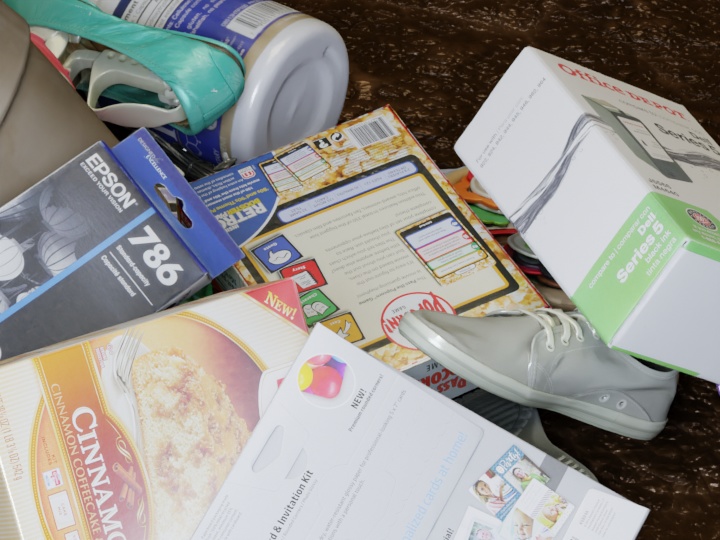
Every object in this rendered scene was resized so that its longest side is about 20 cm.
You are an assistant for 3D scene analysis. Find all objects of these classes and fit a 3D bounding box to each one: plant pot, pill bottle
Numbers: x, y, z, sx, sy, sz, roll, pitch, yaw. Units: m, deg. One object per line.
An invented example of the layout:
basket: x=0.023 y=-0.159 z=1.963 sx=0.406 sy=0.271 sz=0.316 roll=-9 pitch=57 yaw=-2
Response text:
plant pot: x=-0.212 y=-0.040 z=1.738 sx=0.173 sy=0.200 sz=0.200 roll=34 pitch=24 yaw=-23
pill bottle: x=-0.119 y=-0.143 z=2.007 sx=0.199 sy=0.120 sz=0.120 roll=25 pitch=36 yaw=28

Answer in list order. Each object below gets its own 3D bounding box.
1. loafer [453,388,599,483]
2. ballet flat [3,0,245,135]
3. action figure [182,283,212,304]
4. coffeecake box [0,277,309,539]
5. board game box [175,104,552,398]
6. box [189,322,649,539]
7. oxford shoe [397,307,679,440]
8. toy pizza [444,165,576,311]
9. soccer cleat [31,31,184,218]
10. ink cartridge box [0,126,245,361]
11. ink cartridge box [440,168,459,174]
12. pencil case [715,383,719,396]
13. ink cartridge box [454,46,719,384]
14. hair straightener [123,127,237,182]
loafer: x=0.084 y=0.126 z=1.670 sx=0.075 sy=0.070 sz=0.200 roll=-22 pitch=24 yaw=-7
ballet flat: x=-0.170 y=-0.133 z=1.920 sx=0.199 sy=0.068 sz=0.070 roll=18 pitch=54 yaw=27
action figure: x=-0.104 y=0.033 z=1.760 sx=0.054 sy=0.119 sz=0.200 roll=-12 pitch=26 yaw=-7
coffeecake box: x=-0.112 y=0.104 z=1.565 sx=0.199 sy=0.154 sz=0.073 roll=-18 pitch=3 yaw=-34
board game box: x=0.000 y=0.000 z=1.780 sx=0.151 sy=0.046 sz=0.200 roll=-22 pitch=50 yaw=-18
box: x=0.026 y=0.142 z=1.530 sx=0.199 sy=0.041 sz=0.156 roll=29 pitch=65 yaw=2
oxford shoe: x=0.104 y=0.045 z=1.687 sx=0.199 sy=0.058 sz=0.075 roll=17 pitch=18 yaw=-36
toy pizza: x=0.133 y=-0.027 z=1.877 sx=0.199 sy=0.032 sz=0.200 roll=8 pitch=30 yaw=-5
soccer cleat: x=-0.176 y=-0.065 z=1.867 sx=0.200 sy=0.067 sz=0.076 roll=48 pitch=40 yaw=2
ink cartridge box: x=-0.160 y=0.002 z=1.629 sx=0.200 sy=0.039 sz=0.100 roll=-38 pitch=84 yaw=-27
ink cartridge box: x=0.094 y=-0.002 z=1.896 sx=0.119 sy=0.042 sz=0.200 roll=-3 pitch=35 yaw=-17
pencil case: x=0.300 y=0.031 z=1.833 sx=0.200 sy=0.084 sz=0.085 roll=-26 pitch=10 yaw=-39
ink cartridge box: x=0.167 y=-0.030 z=1.747 sx=0.145 sy=0.084 sz=0.200 roll=17 pitch=27 yaw=-40
hair straightener: x=-0.082 y=-0.050 z=1.901 sx=0.041 sy=0.077 sz=0.200 roll=-32 pitch=48 yaw=-33
